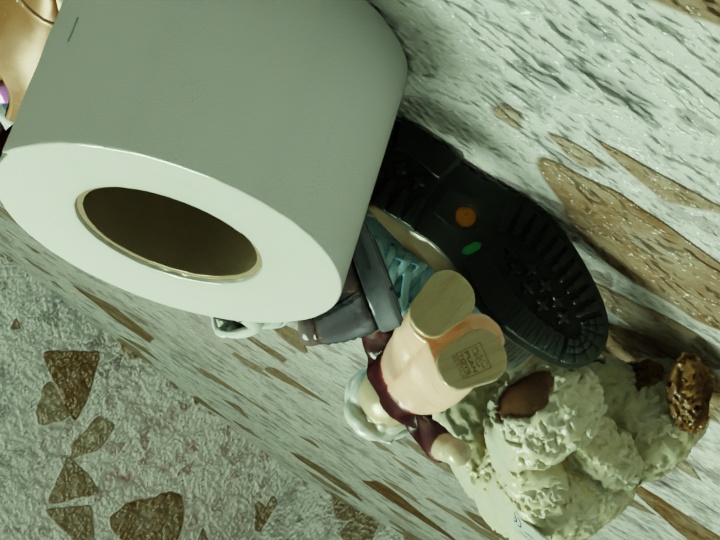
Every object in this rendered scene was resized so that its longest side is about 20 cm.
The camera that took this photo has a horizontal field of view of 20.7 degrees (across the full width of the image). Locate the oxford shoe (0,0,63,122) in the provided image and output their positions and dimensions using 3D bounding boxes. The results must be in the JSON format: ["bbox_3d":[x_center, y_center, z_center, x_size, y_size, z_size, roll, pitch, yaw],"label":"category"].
[{"bbox_3d":[-0.197,-0.163,1.165,0.071,0.072,0.201,1,129,1],"label":"oxford shoe"}]

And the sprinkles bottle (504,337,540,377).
[{"bbox_3d":[0.093,0.034,1.410,0.200,0.068,0.068,42,167,-37],"label":"sprinkles bottle"}]

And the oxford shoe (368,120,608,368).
[{"bbox_3d":[0.077,-0.016,1.242,0.200,0.073,0.084,45,173,4],"label":"oxford shoe"}]

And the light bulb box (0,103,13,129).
[{"bbox_3d":[-0.272,-0.179,1.374,0.198,0.125,0.199,41,167,-33],"label":"light bulb box"}]

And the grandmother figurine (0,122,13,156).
[{"bbox_3d":[-0.186,-0.067,1.252,0.198,0.061,0.121,13,-155,9],"label":"grandmother figurine"}]

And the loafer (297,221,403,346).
[{"bbox_3d":[-0.029,-0.029,1.196,0.201,0.063,0.072,-112,-1,-50],"label":"loafer"}]

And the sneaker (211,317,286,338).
[{"bbox_3d":[-0.092,0.018,1.534,0.073,0.071,0.200,56,170,6],"label":"sneaker"}]

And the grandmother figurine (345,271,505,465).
[{"bbox_3d":[0.036,0.069,1.252,0.200,0.060,0.122,135,116,-69],"label":"grandmother figurine"}]

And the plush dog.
[{"bbox_3d":[0.159,0.116,1.324,0.161,0.171,0.200,66,162,-5],"label":"plush dog"}]

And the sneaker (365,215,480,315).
[{"bbox_3d":[0.000,0.000,1.289,0.199,0.074,0.082,19,-163,0],"label":"sneaker"}]

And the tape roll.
[{"bbox_3d":[-0.086,-0.077,1.092,0.201,0.140,0.203,16,157,7],"label":"tape roll"}]

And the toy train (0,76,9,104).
[{"bbox_3d":[-0.266,-0.177,1.210,0.198,0.151,0.056,-6,-150,-21],"label":"toy train"}]
